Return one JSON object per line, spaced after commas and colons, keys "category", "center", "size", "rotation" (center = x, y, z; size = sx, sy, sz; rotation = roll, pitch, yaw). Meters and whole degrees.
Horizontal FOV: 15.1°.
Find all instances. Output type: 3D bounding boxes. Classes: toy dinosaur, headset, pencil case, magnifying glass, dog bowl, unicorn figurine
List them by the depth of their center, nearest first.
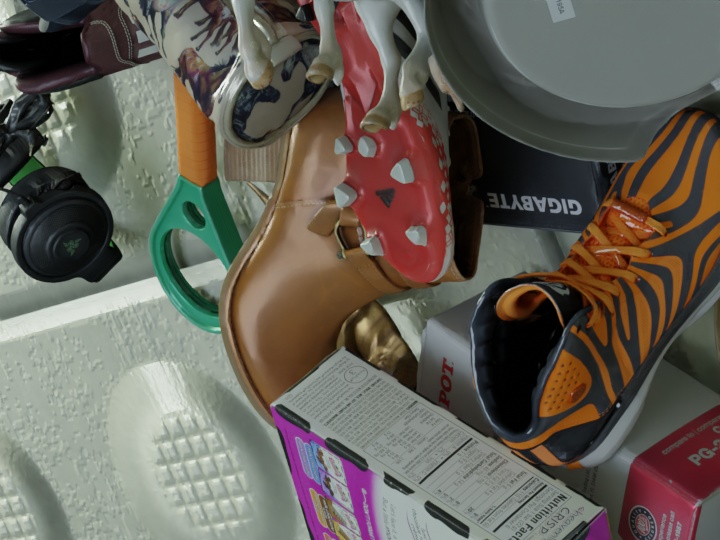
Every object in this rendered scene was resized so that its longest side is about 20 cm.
{"category": "dog bowl", "center": [0.128, -0.147, 1.305], "size": [0.199, 0.059, 0.201], "rotation": [-1, 130, -1]}
{"category": "unicorn figurine", "center": [-0.012, -0.150, 1.306], "size": [0.074, 0.200, 0.138], "rotation": [-3, 75, 24]}
{"category": "pencil case", "center": [-0.090, -0.153, 1.479], "size": [0.200, 0.078, 0.090], "rotation": [50, 166, 32]}
{"category": "toy dinosaur", "center": [-0.001, 0.034, 1.606], "size": [0.200, 0.060, 0.107], "rotation": [47, 143, 47]}
{"category": "magnifying glass", "center": [-0.098, -0.042, 1.652], "size": [0.079, 0.022, 0.201], "rotation": [31, 139, 29]}
{"category": "headset", "center": [-0.198, -0.060, 1.670], "size": [0.094, 0.200, 0.124], "rotation": [-44, 76, 3]}

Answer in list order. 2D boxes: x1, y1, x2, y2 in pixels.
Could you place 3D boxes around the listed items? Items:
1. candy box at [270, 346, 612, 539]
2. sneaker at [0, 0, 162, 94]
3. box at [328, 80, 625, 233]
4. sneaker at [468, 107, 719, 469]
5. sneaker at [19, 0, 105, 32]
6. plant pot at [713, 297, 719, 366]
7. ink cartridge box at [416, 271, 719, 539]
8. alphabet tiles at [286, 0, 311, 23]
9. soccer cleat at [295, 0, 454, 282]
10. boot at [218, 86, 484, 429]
{"category": "candy box", "center": [0.050, 0.142, 1.456], "size": [0.200, 0.061, 0.137], "rotation": [32, 150, 37]}
{"category": "sneaker", "center": [-0.185, -0.149, 1.605], "size": [0.200, 0.115, 0.076], "rotation": [10, 118, 55]}
{"category": "box", "center": [0.051, -0.123, 1.471], "size": [0.199, 0.050, 0.199], "rotation": [8, 117, 41]}
{"category": "sneaker", "center": [0.124, 0.004, 1.363], "size": [0.077, 0.112, 0.201], "rotation": [22, 89, 32]}
{"category": "sneaker", "center": [-0.142, -0.217, 1.438], "size": [0.077, 0.203, 0.146], "rotation": [35, 129, -30]}
{"category": "plant pot", "center": [0.270, 0.045, 1.379], "size": [0.199, 0.027, 0.201], "rotation": [22, 127, 32]}
{"category": "ink cartridge box", "center": [0.125, 0.114, 1.490], "size": [0.200, 0.084, 0.145], "rotation": [34, 135, 34]}
{"category": "alphabet tiles", "center": [-0.078, -0.191, 1.531], "size": [0.196, 0.015, 0.201], "rotation": [41, 142, 39]}
{"category": "soccer cleat", "center": [0.020, -0.095, 1.407], "size": [0.069, 0.085, 0.201], "rotation": [-19, 89, 50]}
{"category": "boot", "center": [0.000, 0.000, 1.491], "size": [0.154, 0.074, 0.201], "rotation": [5, 109, 36]}
